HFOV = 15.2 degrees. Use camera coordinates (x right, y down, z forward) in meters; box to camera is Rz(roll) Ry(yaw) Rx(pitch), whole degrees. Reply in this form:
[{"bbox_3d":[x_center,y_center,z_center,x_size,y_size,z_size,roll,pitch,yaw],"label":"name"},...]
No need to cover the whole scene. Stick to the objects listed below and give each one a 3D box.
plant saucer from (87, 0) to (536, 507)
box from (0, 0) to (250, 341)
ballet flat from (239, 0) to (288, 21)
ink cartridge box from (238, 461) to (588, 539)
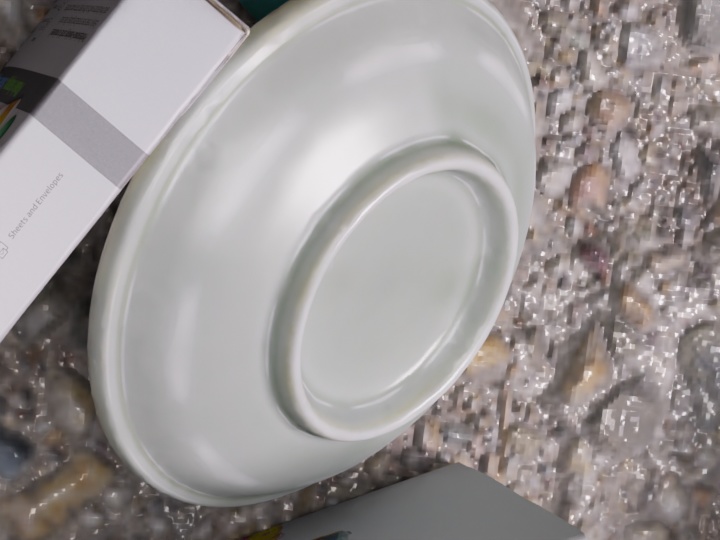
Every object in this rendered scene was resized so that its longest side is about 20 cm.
[{"bbox_3d":[0.000,0.000,0.904,0.199,0.050,0.201,-30,137,-32],"label":"plant saucer"},{"bbox_3d":[-0.124,-0.012,0.863,0.041,0.156,0.200,38,86,-14],"label":"box"},{"bbox_3d":[-0.049,-0.160,0.915,0.074,0.074,0.200,-43,110,-7],"label":"ballet flat"},{"bbox_3d":[-0.013,0.174,0.927,0.199,0.145,0.146,-18,101,-13],"label":"ink cartridge box"}]
